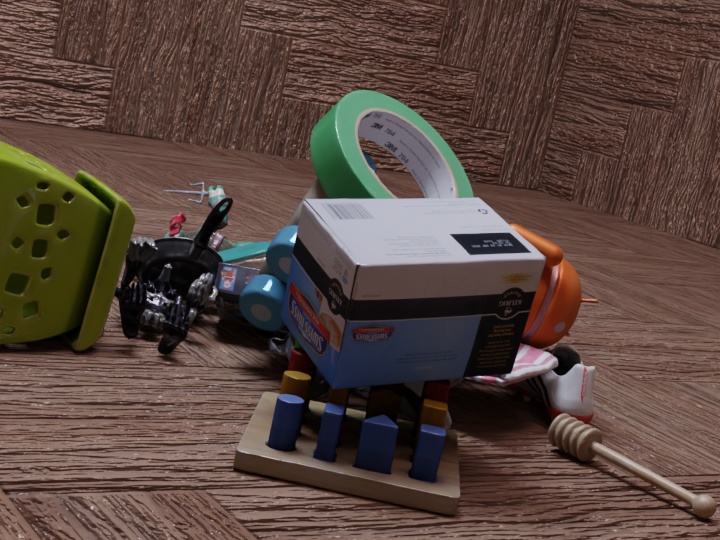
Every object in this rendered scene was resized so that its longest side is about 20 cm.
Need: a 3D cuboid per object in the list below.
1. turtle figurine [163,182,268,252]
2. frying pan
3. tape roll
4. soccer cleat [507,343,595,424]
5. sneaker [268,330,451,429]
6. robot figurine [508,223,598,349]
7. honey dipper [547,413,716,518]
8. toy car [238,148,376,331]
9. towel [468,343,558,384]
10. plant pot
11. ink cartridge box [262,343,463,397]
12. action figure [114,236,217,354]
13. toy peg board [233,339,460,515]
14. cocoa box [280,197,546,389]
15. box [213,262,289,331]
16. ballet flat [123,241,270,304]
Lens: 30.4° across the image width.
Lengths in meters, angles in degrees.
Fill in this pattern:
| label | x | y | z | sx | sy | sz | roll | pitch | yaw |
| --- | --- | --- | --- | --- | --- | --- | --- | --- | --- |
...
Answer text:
| label | x | y | z | sx | sy | sz | roll | pitch | yaw |
| --- | --- | --- | --- | --- | --- | --- | --- | --- | --- |
| turtle figurine | -0.190 | -0.024 | 1.773 | 0.199 | 0.150 | 0.101 | 21 | 31 | 4 |
| frying pan | -0.193 | -0.013 | 1.598 | 0.190 | 0.031 | 0.115 | -25 | -44 | 29 |
| tape roll | 0.037 | -0.104 | 1.452 | 0.200 | 0.048 | 0.201 | 30 | 38 | -27 |
| soccer cleat | 0.223 | 0.121 | 1.555 | 0.068 | 0.086 | 0.200 | 8 | 11 | -15 |
| sneaker | -0.004 | 0.116 | 1.375 | 0.200 | 0.114 | 0.075 | 47 | -5 | 3 |
| robot figurine | 0.169 | 0.019 | 1.528 | 0.199 | 0.144 | 0.117 | 22 | 8 | -7 |
| honey dipper | 0.275 | 0.200 | 1.338 | 0.038 | 0.038 | 0.200 | 2 | 17 | -44 |
| toy car | 0.000 | 0.000 | 1.484 | 0.200 | 0.177 | 0.185 | 32 | 46 | -2 |
| towel | 0.104 | 0.085 | 1.465 | 0.199 | 0.030 | 0.146 | 13 | 11 | 28 |
| plant pot | -0.359 | -0.027 | 1.426 | 0.181 | 0.201 | 0.199 | 14 | 7 | -30 |
| ink cartridge box | 0.008 | 0.110 | 1.531 | 0.199 | 0.050 | 0.161 | 2 | 7 | 19 |
| action figure | -0.226 | 0.027 | 1.524 | 0.119 | 0.102 | 0.200 | 25 | 8 | -11 |
| toy peg board | 0.000 | 0.129 | 1.231 | 0.199 | 0.098 | 0.199 | 11 | 10 | 2 |
| cocoa box | 0.046 | 0.018 | 1.245 | 0.199 | 0.132 | 0.133 | -2 | 30 | -28 |
| box | -0.076 | 0.043 | 1.617 | 0.199 | 0.038 | 0.137 | 11 | -17 | -1 |
| ballet flat | -0.201 | 0.012 | 1.698 | 0.199 | 0.067 | 0.068 | -7 | 24 | -2 |
